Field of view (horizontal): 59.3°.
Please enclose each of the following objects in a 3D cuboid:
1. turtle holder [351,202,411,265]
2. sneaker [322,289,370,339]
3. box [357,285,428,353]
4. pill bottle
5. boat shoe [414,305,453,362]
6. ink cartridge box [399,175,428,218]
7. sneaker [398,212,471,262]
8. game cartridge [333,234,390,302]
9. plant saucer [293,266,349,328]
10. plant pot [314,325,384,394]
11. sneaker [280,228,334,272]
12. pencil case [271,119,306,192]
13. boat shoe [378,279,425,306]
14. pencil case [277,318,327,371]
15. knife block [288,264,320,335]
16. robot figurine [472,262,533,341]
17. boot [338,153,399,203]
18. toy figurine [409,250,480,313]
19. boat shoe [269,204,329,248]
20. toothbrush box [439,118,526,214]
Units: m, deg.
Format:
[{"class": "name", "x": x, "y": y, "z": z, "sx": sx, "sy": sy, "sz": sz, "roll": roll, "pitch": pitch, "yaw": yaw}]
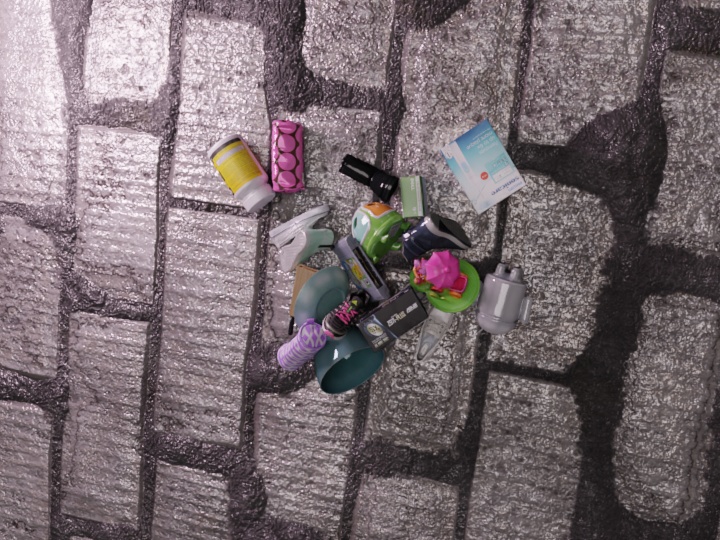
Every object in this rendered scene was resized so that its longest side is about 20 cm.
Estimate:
[{"class": "turtle holder", "x": 0.044, "y": -0.103, "z": 1.729, "sx": 0.141, "sy": 0.186, "sz": 0.132, "roll": -40, "pitch": 70, "yaw": -20}, {"class": "sneaker", "x": -0.033, "y": 0.109, "z": 1.690, "sx": 0.074, "sy": 0.200, "sz": 0.088, "roll": 40, "pitch": 126, "yaw": 7}, {"class": "box", "x": 0.085, "y": 0.121, "z": 1.633, "sx": 0.163, "sy": 0.200, "sz": 0.087, "roll": -33, "pitch": 89, "yaw": 5}, {"class": "pill bottle", "x": -0.332, "y": -0.273, "z": 1.787, "sx": 0.114, "sy": 0.114, "sz": 0.201, "roll": -34, "pitch": 88, "yaw": 14}, {"class": "boat shoe", "x": 0.204, "y": 0.165, "z": 1.746, "sx": 0.070, "sy": 0.069, "sz": 0.202, "roll": 22, "pitch": 100, "yaw": 10}, {"class": "ink cartridge box", "x": 0.139, "y": -0.191, "z": 1.651, "sx": 0.058, "sy": 0.200, "sz": 0.105, "roll": -4, "pitch": 96, "yaw": 10}, {"class": "sneaker", "x": 0.192, "y": -0.074, "z": 1.687, "sx": 0.146, "sy": 0.201, "sz": 0.078, "roll": -37, "pitch": 52, "yaw": 30}, {"class": "game cartridge", "x": 0.000, "y": 0.000, "z": 1.739, "sx": 0.040, "sy": 0.133, "sz": 0.201, "roll": -35, "pitch": 95, "yaw": -16}, {"class": "plant saucer", "x": -0.094, "y": 0.088, "z": 1.739, "sx": 0.039, "sy": 0.200, "sz": 0.203, "roll": 31, "pitch": 103, "yaw": 37}, {"class": "plant pot", "x": -0.050, "y": 0.228, "z": 1.764, "sx": 0.200, "sy": 0.200, "sz": 0.135, "roll": -43, "pitch": 55, "yaw": 13}, {"class": "sneaker", "x": -0.147, "y": -0.054, "z": 1.789, "sx": 0.200, "sy": 0.117, "sz": 0.075, "roll": -40, "pitch": 63, "yaw": 51}, {"class": "pencil case", "x": -0.200, "y": -0.319, "z": 1.768, "sx": 0.092, "sy": 0.091, "sz": 0.203, "roll": 0, "pitch": 95, "yaw": 20}, {"class": "boat shoe", "x": 0.084, "y": 0.098, "z": 1.765, "sx": 0.199, "sy": 0.072, "sz": 0.066, "roll": -36, "pitch": 84, "yaw": 13}, {"class": "pencil case", "x": -0.163, "y": 0.205, "z": 1.720, "sx": 0.200, "sy": 0.083, "sz": 0.086, "roll": -45, "pitch": 60, "yaw": 50}, {"class": "knife block", "x": -0.159, "y": 0.100, "z": 1.767, "sx": 0.063, "sy": 0.200, "sz": 0.177, "roll": 17, "pitch": 70, "yaw": 11}, {"class": "robot figurine", "x": 0.371, "y": 0.082, "z": 1.677, "sx": 0.168, "sy": 0.113, "sz": 0.203, "roll": 20, "pitch": 101, "yaw": 26}, {"class": "boot", "x": 0.020, "y": -0.251, "z": 1.677, "sx": 0.161, "sy": 0.198, "sz": 0.074, "roll": 30, "pitch": 99, "yaw": 1}, {"class": "toy figurine", "x": 0.196, "y": 0.005, "z": 1.627, "sx": 0.198, "sy": 0.184, "sz": 0.152, "roll": 17, "pitch": 77, "yaw": 25}, {"class": "boat shoe", "x": -0.165, "y": -0.124, "z": 1.798, "sx": 0.198, "sy": 0.074, "sz": 0.066, "roll": -25, "pitch": 96, "yaw": 24}, {"class": "toothbrush box", "x": 0.321, "y": -0.270, "z": 1.662, "sx": 0.145, "sy": 0.085, "sz": 0.202, "roll": -30, "pitch": 91, "yaw": 14}]
